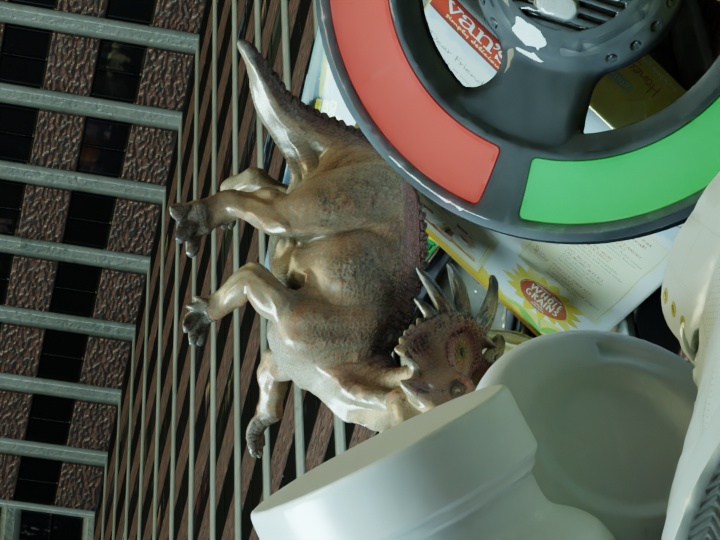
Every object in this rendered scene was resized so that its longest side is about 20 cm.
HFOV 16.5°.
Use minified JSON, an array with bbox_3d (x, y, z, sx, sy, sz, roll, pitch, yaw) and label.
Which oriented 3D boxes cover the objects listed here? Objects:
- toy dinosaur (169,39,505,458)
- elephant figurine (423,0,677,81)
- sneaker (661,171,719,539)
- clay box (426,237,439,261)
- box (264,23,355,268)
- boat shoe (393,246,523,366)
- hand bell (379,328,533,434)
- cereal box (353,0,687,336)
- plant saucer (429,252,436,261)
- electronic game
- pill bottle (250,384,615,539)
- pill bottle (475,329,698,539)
[{"bbox_3d":[0.000,0.000,1.037,0.086,0.135,0.201,36,-135,-68],"label":"toy dinosaur"},{"bbox_3d":[0.087,-0.129,1.055,0.200,0.155,0.142,7,125,56],"label":"elephant figurine"},{"bbox_3d":[0.132,0.046,0.802,0.116,0.073,0.201,171,117,-81],"label":"sneaker"},{"bbox_3d":[0.044,-0.069,1.224,0.201,0.047,0.115,-59,1,-17],"label":"clay box"},{"bbox_3d":[0.012,-0.089,1.300,0.137,0.040,0.201,-40,-32,-56],"label":"box"},{"bbox_3d":[0.045,0.047,1.238,0.065,0.072,0.201,-33,-32,-56],"label":"boat shoe"},{"bbox_3d":[0.035,0.097,1.169,0.200,0.103,0.105,139,138,-72],"label":"hand bell"},{"bbox_3d":[0.073,-0.046,1.016,0.040,0.144,0.200,-45,-2,-22],"label":"cereal box"},{"bbox_3d":[0.058,-0.049,1.388,0.200,0.034,0.202,-171,90,-81],"label":"plant saucer"},{"bbox_3d":[0.079,-0.110,0.887,0.042,0.199,0.201,14,-96,-74],"label":"electronic game"},{"bbox_3d":[0.049,0.147,0.799,0.201,0.115,0.116,64,168,-1],"label":"pill bottle"},{"bbox_3d":[0.070,0.126,0.946,0.201,0.111,0.112,109,166,-45],"label":"pill bottle"}]
